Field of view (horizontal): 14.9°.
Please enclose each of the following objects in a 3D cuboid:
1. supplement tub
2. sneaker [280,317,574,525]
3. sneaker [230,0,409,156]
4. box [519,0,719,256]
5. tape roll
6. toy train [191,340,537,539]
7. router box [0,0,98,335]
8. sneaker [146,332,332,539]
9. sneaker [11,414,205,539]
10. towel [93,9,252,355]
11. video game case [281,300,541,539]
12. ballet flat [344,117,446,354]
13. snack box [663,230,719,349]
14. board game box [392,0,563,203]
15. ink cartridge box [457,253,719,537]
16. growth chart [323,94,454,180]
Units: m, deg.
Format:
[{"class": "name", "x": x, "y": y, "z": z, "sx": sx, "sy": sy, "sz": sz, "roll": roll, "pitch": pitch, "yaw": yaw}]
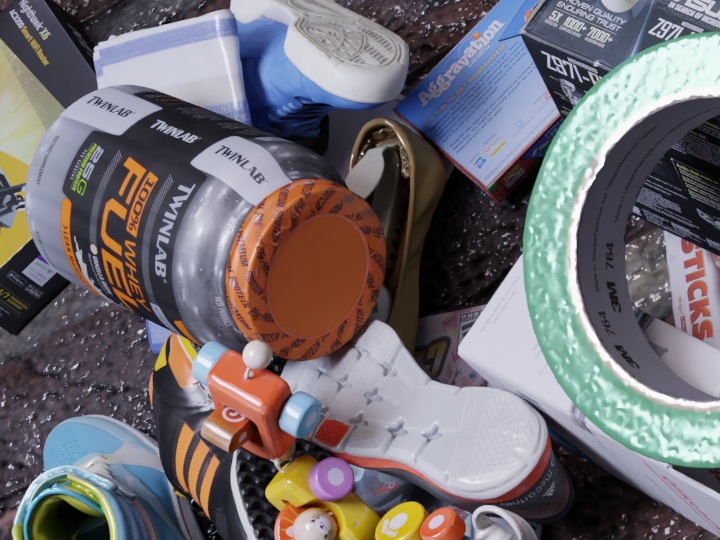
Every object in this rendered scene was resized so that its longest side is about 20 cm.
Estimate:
[{"class": "supplement tub", "x": -0.085, "y": -0.024, "z": 1.514, "sx": 0.200, "sy": 0.123, "sz": 0.123, "roll": 22, "pitch": 77, "yaw": 47}, {"class": "sneaker", "x": 0.034, "y": 0.091, "z": 1.461, "sx": 0.077, "sy": 0.082, "sz": 0.200, "roll": -51, "pitch": 43, "yaw": -10}, {"class": "sneaker", "x": -0.033, "y": -0.098, "z": 1.623, "sx": 0.200, "sy": 0.077, "sz": 0.111, "roll": 40, "pitch": 123, "yaw": 58}, {"class": "box", "x": 0.201, "y": -0.073, "z": 1.390, "sx": 0.200, "sy": 0.164, "sz": 0.086, "roll": 28, "pitch": 73, "yaw": 35}, {"class": "tape roll", "x": 0.170, "y": -0.008, "z": 1.268, "sx": 0.200, "sy": 0.048, "sz": 0.201, "roll": -2, "pitch": 86, "yaw": 36}, {"class": "toy train", "x": -0.008, "y": 0.122, "z": 1.406, "sx": 0.200, "sy": 0.150, "sz": 0.056, "roll": 31, "pitch": 65, "yaw": 18}, {"class": "router box", "x": -0.225, "y": -0.077, "z": 1.832, "sx": 0.157, "sy": 0.052, "sz": 0.200, "roll": -44, "pitch": 45, "yaw": 6}, {"class": "sneaker", "x": -0.069, "y": 0.116, "z": 1.554, "sx": 0.090, "sy": 0.070, "sz": 0.200, "roll": -55, "pitch": 44, "yaw": 38}, {"class": "sneaker", "x": -0.158, "y": 0.131, "z": 1.588, "sx": 0.080, "sy": 0.131, "sz": 0.200, "roll": -46, "pitch": 44, "yaw": 6}, {"class": "towel", "x": -0.100, "y": -0.052, "z": 1.644, "sx": 0.147, "sy": 0.024, "sz": 0.200, "roll": -8, "pitch": 93, "yaw": 53}, {"class": "video game case", "x": 0.016, "y": 0.110, "z": 1.540, "sx": 0.200, "sy": 0.025, "sz": 0.181, "roll": -12, "pitch": 56, "yaw": 32}, {"class": "ballet flat", "x": 0.000, "y": 0.000, "z": 1.564, "sx": 0.069, "sy": 0.063, "sz": 0.200, "roll": -9, "pitch": 52, "yaw": 28}, {"class": "snack box", "x": 0.200, "y": -0.039, "z": 1.495, "sx": 0.072, "sy": 0.024, "sz": 0.200, "roll": -20, "pitch": 52, "yaw": 24}, {"class": "board game box", "x": 0.119, "y": -0.138, "z": 1.617, "sx": 0.200, "sy": 0.019, "sz": 0.103, "roll": -45, "pitch": 47, "yaw": -1}, {"class": "ink cartridge box", "x": 0.158, "y": 0.076, "z": 1.389, "sx": 0.200, "sy": 0.116, "sz": 0.067, "roll": 29, "pitch": 80, "yaw": 44}, {"class": "growth chart", "x": -0.021, "y": -0.062, "z": 1.688, "sx": 0.145, "sy": 0.018, "sz": 0.200, "roll": -54, "pitch": 45, "yaw": -3}]
